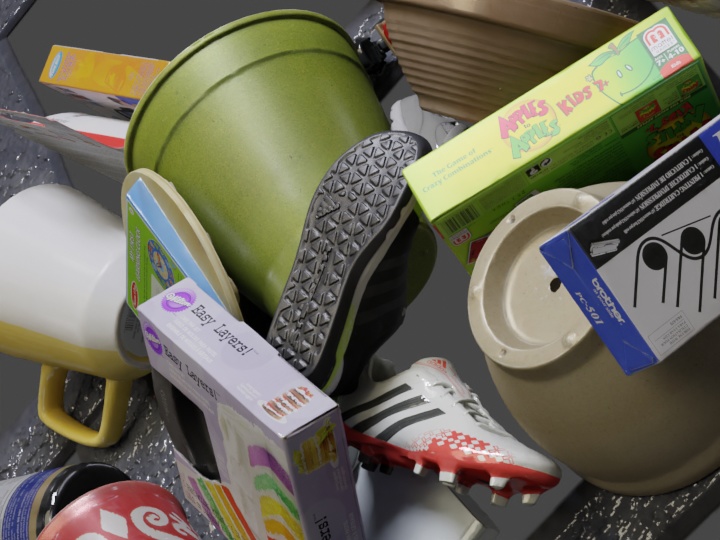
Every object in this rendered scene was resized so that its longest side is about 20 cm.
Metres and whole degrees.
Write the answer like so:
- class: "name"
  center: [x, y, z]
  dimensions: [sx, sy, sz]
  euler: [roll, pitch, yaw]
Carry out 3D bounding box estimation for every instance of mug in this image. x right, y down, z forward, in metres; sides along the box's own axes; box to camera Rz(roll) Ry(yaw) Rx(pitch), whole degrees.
- class: "mug"
  center: [-0.125, 0.268, 1.495]
  dimensions: [0.133, 0.178, 0.200]
  euler: [-42, 44, -8]
- class: "mug"
  center: [-0.211, 0.033, 1.736]
  dimensions: [0.153, 0.187, 0.149]
  euler: [19, 51, 41]

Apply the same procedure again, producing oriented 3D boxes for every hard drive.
- class: "hard drive"
  center: [0.000, 0.220, 1.472]
  dimensions: [0.200, 0.026, 0.132]
  euler: [-55, 41, 10]

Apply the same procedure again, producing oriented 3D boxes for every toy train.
- class: "toy train"
  center: [0.042, -0.195, 1.630]
  dimensions: [0.200, 0.046, 0.034]
  euler: [-35, 86, 28]

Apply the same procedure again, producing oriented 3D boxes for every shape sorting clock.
- class: "shape sorting clock"
  center: [-0.124, 0.019, 1.543]
  dimensions: [0.039, 0.201, 0.200]
  euler: [-27, 35, -23]

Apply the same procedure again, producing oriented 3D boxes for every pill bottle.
- class: "pill bottle"
  center: [-0.266, 0.219, 1.684]
  dimensions: [0.200, 0.112, 0.112]
  euler: [-16, 59, 41]

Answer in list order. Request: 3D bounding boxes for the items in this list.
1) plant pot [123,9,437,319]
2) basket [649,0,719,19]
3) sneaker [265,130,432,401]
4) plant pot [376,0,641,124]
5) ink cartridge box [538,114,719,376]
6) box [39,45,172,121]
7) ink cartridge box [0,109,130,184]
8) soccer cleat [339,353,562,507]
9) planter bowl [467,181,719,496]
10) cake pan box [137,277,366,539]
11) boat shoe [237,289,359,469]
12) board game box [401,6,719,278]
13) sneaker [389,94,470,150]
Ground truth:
- class: "plant pot"
  center: [-0.043, -0.053, 1.557]
  dimensions: [0.200, 0.200, 0.193]
  euler: [-47, 55, 18]
- class: "basket"
  center: [0.198, -0.256, 1.441]
  dimensions: [0.200, 0.135, 0.124]
  euler: [28, 94, 49]
- class: "sneaker"
  center: [0.000, 0.000, 1.440]
  dimensions: [0.072, 0.083, 0.200]
  euler: [30, 96, 37]
- class: "plant pot"
  center: [0.099, -0.143, 1.443]
  dimensions: [0.201, 0.200, 0.093]
  euler: [21, 99, 49]
- class: "ink cartridge box"
  center: [0.209, -0.032, 1.257]
  dimensions: [0.200, 0.094, 0.044]
  euler: [-36, 1, -26]
- class: "box"
  center: [-0.180, -0.145, 1.783]
  dimensions: [0.200, 0.119, 0.042]
  euler: [11, 78, 49]
- class: "ink cartridge box"
  center: [-0.211, -0.113, 1.736]
  dimensions: [0.161, 0.200, 0.050]
  euler: [13, 78, 48]
- class: "soccer cleat"
  center: [0.058, 0.102, 1.412]
  dimensions: [0.200, 0.069, 0.085]
  euler: [8, 74, 49]
- class: "planter bowl"
  center: [0.152, 0.027, 1.334]
  dimensions: [0.200, 0.135, 0.201]
  euler: [-24, 54, 37]
- class: "cake pan box"
  center: [-0.072, 0.123, 1.439]
  dimensions: [0.052, 0.185, 0.200]
  euler: [-27, 41, -24]
- class: "boat shoe"
  center: [-0.050, 0.092, 1.564]
  dimensions: [0.202, 0.074, 0.065]
  euler: [-117, 22, -44]
- class: "board game box"
  center: [0.136, -0.080, 1.382]
  dimensions: [0.200, 0.102, 0.048]
  euler: [-31, 60, 6]
- class: "sneaker"
  center: [0.091, -0.068, 1.513]
  dimensions: [0.082, 0.075, 0.200]
  euler: [-39, 48, 2]
